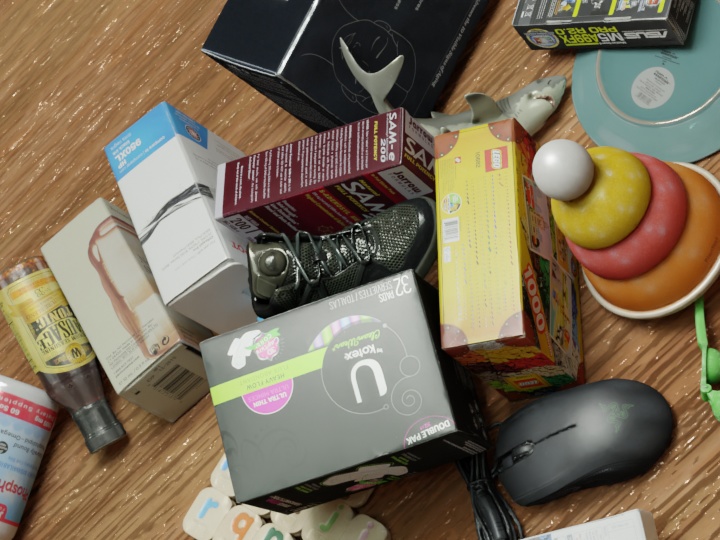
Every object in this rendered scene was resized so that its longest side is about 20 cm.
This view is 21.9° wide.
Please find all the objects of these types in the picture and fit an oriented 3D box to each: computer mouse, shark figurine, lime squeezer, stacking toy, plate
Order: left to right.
[{"bbox_3d":[0.071,-0.140,1.702,0.090,0.214,0.128,51,129,55],"label":"shark figurine"},{"bbox_3d":[0.167,0.153,1.576,0.200,0.053,0.139,-27,59,20],"label":"computer mouse"},{"bbox_3d":[0.207,-0.058,1.541,0.146,0.200,0.146,-19,56,31],"label":"stacking toy"},{"bbox_3d":[0.277,-0.188,1.664,0.200,0.026,0.201,-11,65,26],"label":"plate"},{"bbox_3d":[0.307,0.083,1.530,0.071,0.038,0.200,-41,55,10],"label":"lime squeezer"}]

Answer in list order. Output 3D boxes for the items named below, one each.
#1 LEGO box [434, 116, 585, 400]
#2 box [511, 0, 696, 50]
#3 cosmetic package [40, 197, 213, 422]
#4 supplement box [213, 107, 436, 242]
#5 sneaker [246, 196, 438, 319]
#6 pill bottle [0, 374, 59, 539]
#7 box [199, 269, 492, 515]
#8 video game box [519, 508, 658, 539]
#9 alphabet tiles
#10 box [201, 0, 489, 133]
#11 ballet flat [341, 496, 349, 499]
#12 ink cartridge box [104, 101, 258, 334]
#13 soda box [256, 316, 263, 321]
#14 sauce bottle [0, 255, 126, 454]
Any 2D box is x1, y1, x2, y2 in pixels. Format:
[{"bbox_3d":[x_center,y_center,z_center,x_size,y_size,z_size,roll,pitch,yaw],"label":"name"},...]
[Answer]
[{"bbox_3d":[0.129,-0.007,1.603,0.077,0.149,0.200,-11,66,24],"label":"LEGO box"},{"bbox_3d":[0.239,-0.298,1.699,0.160,0.044,0.200,2,65,35],"label":"box"},{"bbox_3d":[-0.220,0.038,1.826,0.087,0.103,0.200,-40,57,9],"label":"cosmetic package"},{"bbox_3d":[-0.020,-0.072,1.665,0.200,0.109,0.061,-16,58,30],"label":"supplement box"},{"bbox_3d":[-0.022,-0.007,1.615,0.199,0.114,0.076,-29,60,34],"label":"sneaker"},{"bbox_3d":[-0.380,0.205,1.849,0.109,0.109,0.200,11,77,33],"label":"pill bottle"},{"bbox_3d":[-0.012,0.107,1.585,0.200,0.124,0.149,-20,72,13],"label":"box"},{"bbox_3d":[0.169,0.312,1.501,0.182,0.047,0.200,-17,72,22],"label":"video game box"},{"bbox_3d":[-0.070,0.238,1.702,0.200,0.015,0.196,25,79,36],"label":"alphabet tiles"},{"bbox_3d":[-0.008,-0.235,1.740,0.124,0.197,0.200,23,83,45],"label":"box"},{"bbox_3d":[0.024,0.123,1.667,0.072,0.068,0.200,37,86,23],"label":"ballet flat"},{"bbox_3d":[-0.147,-0.042,1.786,0.084,0.145,0.200,-35,56,16],"label":"ink cartridge box"},{"bbox_3d":[0.000,0.000,1.731,0.200,0.064,0.068,-48,55,5],"label":"soda box"},{"bbox_3d":[-0.294,0.084,1.837,0.066,0.066,0.200,-32,86,16],"label":"sauce bottle"}]
